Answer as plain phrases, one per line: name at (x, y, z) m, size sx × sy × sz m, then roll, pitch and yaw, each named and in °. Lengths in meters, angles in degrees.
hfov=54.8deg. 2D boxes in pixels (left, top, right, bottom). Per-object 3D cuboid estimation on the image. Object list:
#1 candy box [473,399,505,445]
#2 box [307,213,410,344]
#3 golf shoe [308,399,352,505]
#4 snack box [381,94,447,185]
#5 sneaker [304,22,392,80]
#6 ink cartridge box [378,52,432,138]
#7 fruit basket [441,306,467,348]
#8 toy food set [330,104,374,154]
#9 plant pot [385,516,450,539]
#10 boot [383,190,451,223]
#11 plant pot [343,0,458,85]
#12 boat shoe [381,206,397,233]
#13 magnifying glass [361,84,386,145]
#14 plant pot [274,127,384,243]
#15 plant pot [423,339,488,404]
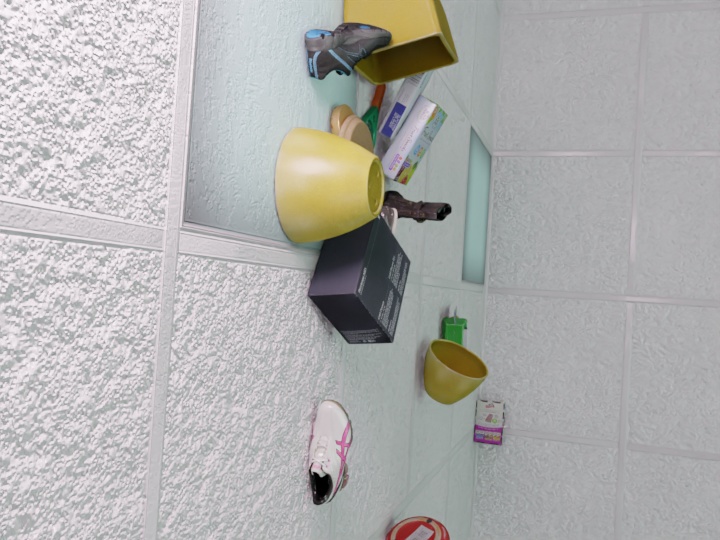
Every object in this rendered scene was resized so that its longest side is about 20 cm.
candy box at (0.615, 0.720, 3.301) m, size 0.061 × 0.136 × 0.200 m, roll 29°, pitch 67°, yaw -70°
box at (0.004, 0.013, 1.355) m, size 0.182 × 0.104 × 0.200 m, roll 56°, pitch 40°, yaw -45°
golf shoe at (-0.060, 0.346, 1.314) m, size 0.092 × 0.072 × 0.200 m, roll -28°, pitch 120°, yaw -67°
snack box at (0.125, -0.305, 1.652) m, size 0.200 × 0.053 × 0.142 m, roll -60°, pitch 167°, yaw 10°
sneaker at (-0.024, -0.399, 1.257) m, size 0.200 × 0.073 × 0.082 m, roll -24°, pitch 129°, yaw -38°
ink cartridge box at (0.120, -0.411, 1.615) m, size 0.197 × 0.043 × 0.200 m, roll -62°, pitch 175°, yaw 23°
fruit basket at (0.343, 0.228, 2.476) m, size 0.200 × 0.094 × 0.186 m, roll -13°, pitch 105°, yaw -74°
toy food set at (-0.021, -0.210, 1.378) m, size 0.200 × 0.049 × 0.198 m, roll 56°, pitch 41°, yaw -62°
plant pot at (0.161, 0.780, 1.869) m, size 0.200 × 0.200 × 0.183 m, roll -52°, pitch 133°, yaw -60°
boot at (0.130, -0.144, 1.642) m, size 0.200 × 0.174 × 0.069 m, roll -42°, pitch 132°, yaw -64°
plant pot at (0.072, -0.518, 1.407) m, size 0.195 × 0.194 × 0.200 m, roll -1°, pitch 81°, yaw -72°
boat shoe at (0.039, -0.043, 1.530) m, size 0.067 × 0.057 × 0.201 m, roll -169°, pitch -96°, yaw -72°
magnifying glass at (0.027, -0.344, 1.548) m, size 0.080 × 0.022 × 0.200 m, roll 68°, pitch 33°, yaw -53°
plant pot at (-0.039, -0.144, 1.185) m, size 0.200 × 0.142 × 0.201 m, roll 3°, pitch 90°, yaw -72°
plant pot at (0.274, 0.330, 2.158) m, size 0.142 × 0.200 × 0.200 m, roll -65°, pitch 169°, yaw 21°
